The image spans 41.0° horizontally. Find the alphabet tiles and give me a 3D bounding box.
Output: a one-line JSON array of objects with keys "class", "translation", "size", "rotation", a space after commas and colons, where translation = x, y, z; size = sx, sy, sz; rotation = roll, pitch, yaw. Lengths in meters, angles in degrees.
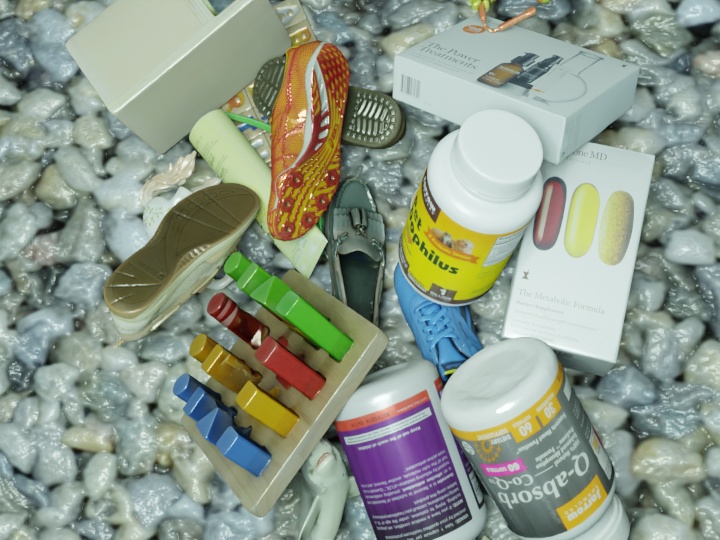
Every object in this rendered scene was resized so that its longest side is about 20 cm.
[{"class": "alphabet tiles", "translation": [-0.107, -0.191, 1.088], "size": [0.165, 0.008, 0.203], "rotation": [-26, 75, 2]}]

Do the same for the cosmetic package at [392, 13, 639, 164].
[{"class": "cosmetic package", "translation": [0.153, -0.187, 0.958], "size": [0.198, 0.053, 0.150], "rotation": [27, 41, 30]}]

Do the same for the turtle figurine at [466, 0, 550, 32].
[{"class": "turtle figurine", "translation": [0.166, -0.341, 1.051], "size": [0.199, 0.065, 0.161], "rotation": [-41, 71, -15]}]

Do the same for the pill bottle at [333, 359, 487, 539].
[{"class": "pill bottle", "translation": [0.051, 0.195, 0.915], "size": [0.110, 0.112, 0.204], "rotation": [-20, 91, 3]}]

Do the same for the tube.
[{"class": "tube", "translation": [-0.107, -0.084, 1.031], "size": [0.052, 0.058, 0.201], "rotation": [-41, 78, 6]}]

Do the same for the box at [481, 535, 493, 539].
[{"class": "box", "translation": [0.102, 0.357, 0.887], "size": [0.202, 0.121, 0.032], "rotation": [-57, 37, -5]}]

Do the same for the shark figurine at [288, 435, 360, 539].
[{"class": "shark figurine", "translation": [-0.063, 0.252, 0.965], "size": [0.089, 0.127, 0.218], "rotation": [28, 101, 38]}]

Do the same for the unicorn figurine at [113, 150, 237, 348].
[{"class": "unicorn figurine", "translation": [-0.196, -0.016, 1.037], "size": [0.135, 0.074, 0.203], "rotation": [-19, 61, 11]}]

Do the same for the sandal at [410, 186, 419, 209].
[{"class": "sandal", "translation": [0.134, -0.124, 1.010], "size": [0.079, 0.059, 0.207], "rotation": [42, 87, 13]}]

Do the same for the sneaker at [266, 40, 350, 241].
[{"class": "sneaker", "translation": [-0.060, -0.129, 0.980], "size": [0.076, 0.072, 0.204], "rotation": [8, 84, 49]}]

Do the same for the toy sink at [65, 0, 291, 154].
[{"class": "toy sink", "translation": [-0.193, -0.247, 1.042], "size": [0.199, 0.130, 0.113], "rotation": [-39, 74, 2]}]

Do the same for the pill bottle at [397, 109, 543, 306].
[{"class": "pill bottle", "translation": [0.104, -0.057, 0.904], "size": [0.107, 0.201, 0.111], "rotation": [5, 59, -8]}]

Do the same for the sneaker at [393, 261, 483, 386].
[{"class": "sneaker", "translation": [0.088, 0.069, 0.968], "size": [0.065, 0.078, 0.203], "rotation": [-24, 74, 4]}]

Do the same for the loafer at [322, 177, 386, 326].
[{"class": "loafer", "translation": [0.000, 0.000, 0.995], "size": [0.070, 0.063, 0.205], "rotation": [3, 80, -16]}]

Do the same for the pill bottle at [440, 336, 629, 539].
[{"class": "pill bottle", "translation": [0.163, 0.172, 0.877], "size": [0.115, 0.117, 0.202], "rotation": [-31, 108, 0]}]

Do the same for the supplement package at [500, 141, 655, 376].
[{"class": "supplement package", "translation": [0.211, -0.013, 0.949], "size": [0.111, 0.110, 0.204], "rotation": [11, 80, 10]}]

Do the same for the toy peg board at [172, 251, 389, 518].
[{"class": "toy peg board", "translation": [-0.106, 0.088, 0.925], "size": [0.201, 0.098, 0.199], "rotation": [-53, 33, -5]}]

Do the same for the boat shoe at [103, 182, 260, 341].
[{"class": "boat shoe", "translation": [-0.175, -0.011, 0.966], "size": [0.071, 0.066, 0.200], "rotation": [29, 57, 18]}]

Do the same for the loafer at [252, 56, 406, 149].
[{"class": "loafer", "translation": [-0.033, -0.171, 1.037], "size": [0.198, 0.067, 0.077], "rotation": [28, 93, 29]}]

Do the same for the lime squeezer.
[{"class": "lime squeezer", "translation": [-0.072, -0.118, 1.052], "size": [0.071, 0.037, 0.201], "rotation": [-45, 73, 30]}]
